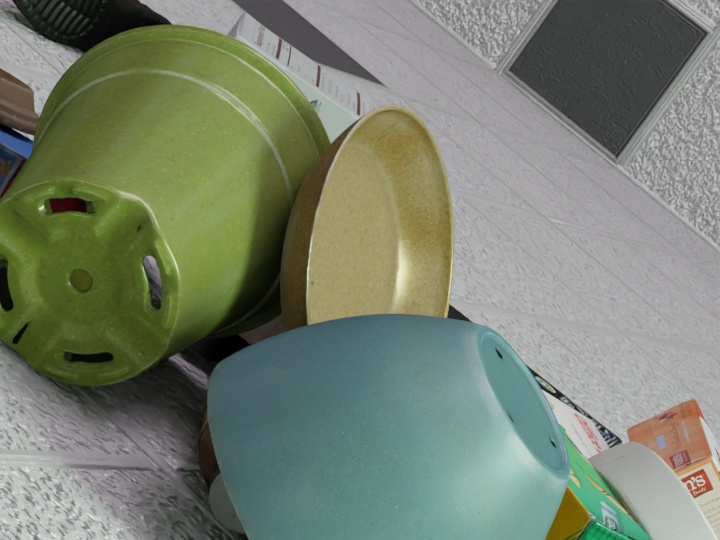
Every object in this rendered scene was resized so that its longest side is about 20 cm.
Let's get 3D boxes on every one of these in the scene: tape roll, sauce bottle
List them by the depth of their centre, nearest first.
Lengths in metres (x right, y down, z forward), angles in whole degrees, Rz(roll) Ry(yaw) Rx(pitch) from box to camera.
[{"bbox_3d":[-0.060,0.095,1.434,0.065,0.065,0.200,34,11,-9],"label":"sauce bottle"},{"bbox_3d":[0.190,0.202,1.514,0.203,0.037,0.204,158,-90,-81],"label":"tape roll"}]

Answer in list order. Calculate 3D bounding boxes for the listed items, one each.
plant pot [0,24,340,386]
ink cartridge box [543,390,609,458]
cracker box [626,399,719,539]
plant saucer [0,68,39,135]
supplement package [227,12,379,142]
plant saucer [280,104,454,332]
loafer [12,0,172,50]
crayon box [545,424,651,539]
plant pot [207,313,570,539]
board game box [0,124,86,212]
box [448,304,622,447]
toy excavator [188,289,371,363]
[{"bbox_3d":[-0.133,-0.022,1.462,0.200,0.200,0.190,36,25,1],"label":"plant pot"},{"bbox_3d":[0.077,0.116,1.683,0.200,0.084,0.146,31,13,-22],"label":"ink cartridge box"},{"bbox_3d":[0.248,0.200,1.697,0.201,0.058,0.134,63,8,-11],"label":"cracker box"},{"bbox_3d":[-0.300,-0.148,1.693,0.200,0.030,0.200,29,3,-1],"label":"plant saucer"},{"bbox_3d":[-0.050,-0.103,2.085,0.200,0.117,0.117,34,12,-8],"label":"supplement package"},{"bbox_3d":[0.000,0.000,1.513,0.035,0.201,0.200,5,-3,26],"label":"plant saucer"},{"bbox_3d":[-0.245,-0.230,2.169,0.071,0.073,0.200,38,3,39],"label":"loafer"},{"bbox_3d":[0.082,0.148,1.494,0.058,0.119,0.200,28,14,-32],"label":"crayon box"},{"bbox_3d":[0.031,0.102,1.335,0.200,0.134,0.200,52,18,-24],"label":"plant pot"},{"bbox_3d":[-0.195,-0.045,1.660,0.200,0.039,0.158,31,2,-19],"label":"board game box"},{"bbox_3d":[0.096,0.096,1.905,0.193,0.048,0.200,41,12,11],"label":"box"},{"bbox_3d":[-0.046,0.024,1.681,0.194,0.100,0.200,36,5,32],"label":"toy excavator"}]
